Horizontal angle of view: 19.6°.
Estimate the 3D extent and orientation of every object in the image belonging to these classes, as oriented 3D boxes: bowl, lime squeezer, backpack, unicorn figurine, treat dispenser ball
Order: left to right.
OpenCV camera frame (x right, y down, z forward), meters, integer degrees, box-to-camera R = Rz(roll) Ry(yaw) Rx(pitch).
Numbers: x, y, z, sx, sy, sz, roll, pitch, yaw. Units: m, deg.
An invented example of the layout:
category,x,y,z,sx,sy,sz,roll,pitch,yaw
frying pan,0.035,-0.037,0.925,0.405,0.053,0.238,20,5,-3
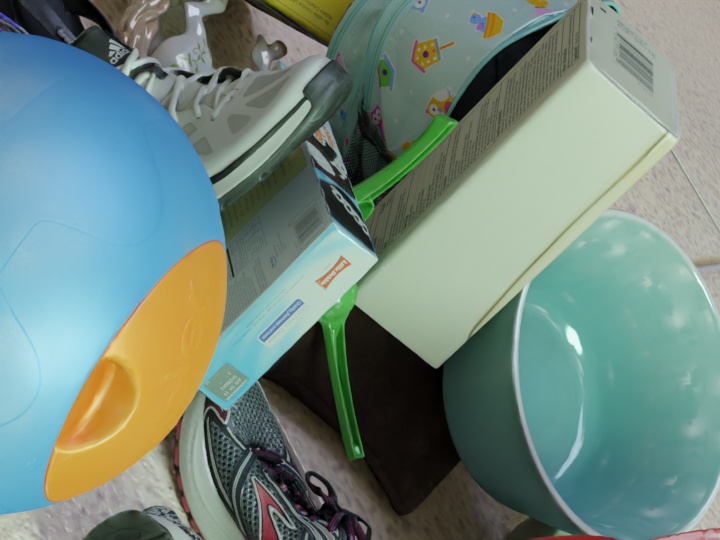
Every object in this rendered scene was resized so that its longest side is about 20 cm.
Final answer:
category,x,y,z,sx,sy,sz,roll,pitch,yaw
treat dispenser ball,-0.155,0.001,0.874,0.201,0.200,0.202,41,28,-28
unicorn figurine,-0.079,-0.103,1.311,0.199,0.074,0.138,28,43,-21
lime squeezer,0.000,0.000,1.144,0.070,0.202,0.038,21,18,19
backpack,0.069,-0.119,1.329,0.175,0.201,0.154,-24,65,-31
bowl,0.126,0.071,1.260,0.200,0.105,0.203,9,76,-40

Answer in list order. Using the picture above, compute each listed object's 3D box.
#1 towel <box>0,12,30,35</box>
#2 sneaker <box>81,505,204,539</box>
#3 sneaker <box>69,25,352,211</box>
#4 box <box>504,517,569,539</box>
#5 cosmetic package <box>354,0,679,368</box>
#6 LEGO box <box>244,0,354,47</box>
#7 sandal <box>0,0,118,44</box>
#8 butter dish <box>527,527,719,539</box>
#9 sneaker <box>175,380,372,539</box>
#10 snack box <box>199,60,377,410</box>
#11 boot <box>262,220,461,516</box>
category,x,y,z,sx,sy,sz,roll,pitch,yaw
towel,-0.209,-0.119,1.026,0.199,0.143,0.023,36,72,-31
sneaker,-0.053,0.186,0.993,0.201,0.077,0.089,55,16,-7
sneaker,-0.100,-0.085,1.084,0.116,0.200,0.076,53,41,-8
box,0.112,0.206,1.260,0.083,0.068,0.200,55,25,-1
cosmetic package,0.086,-0.051,1.178,0.073,0.200,0.104,38,28,-13
LEGO box,-0.078,-0.228,1.367,0.199,0.078,0.149,29,3,-44
sandal,-0.177,-0.145,1.203,0.076,0.043,0.201,1,58,-60
butter dish,0.088,0.214,1.092,0.198,0.202,0.148,-8,23,-29
sneaker,-0.033,0.137,1.078,0.080,0.074,0.201,15,45,-53
snack box,-0.058,-0.024,1.133,0.037,0.116,0.200,38,17,-27
boot,-0.006,0.071,1.217,0.200,0.072,0.167,-40,107,-51
